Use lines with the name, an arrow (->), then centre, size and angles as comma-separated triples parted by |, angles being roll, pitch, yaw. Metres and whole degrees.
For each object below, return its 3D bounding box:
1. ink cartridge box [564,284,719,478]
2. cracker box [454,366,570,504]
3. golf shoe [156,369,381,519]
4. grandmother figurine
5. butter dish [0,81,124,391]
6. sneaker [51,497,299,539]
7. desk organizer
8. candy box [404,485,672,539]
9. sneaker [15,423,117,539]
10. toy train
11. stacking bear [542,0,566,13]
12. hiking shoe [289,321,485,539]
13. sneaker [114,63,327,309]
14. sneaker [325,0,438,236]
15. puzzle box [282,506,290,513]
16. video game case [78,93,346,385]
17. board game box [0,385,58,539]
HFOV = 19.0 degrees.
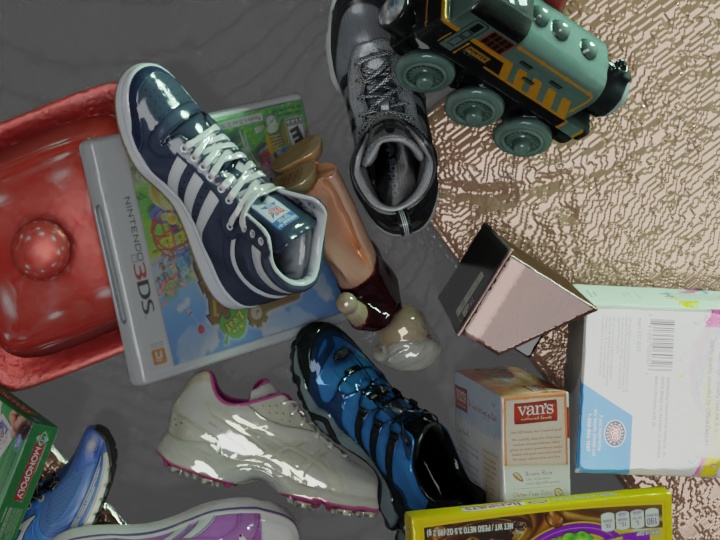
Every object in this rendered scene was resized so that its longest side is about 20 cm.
ink cartridge box -> 0.260, 0.084, 1.636 | 0.198, 0.125, 0.130 | 3, 96, 0
cracker box -> 0.117, 0.182, 1.640 | 0.057, 0.134, 0.202 | -4, 97, -12
golf shoe -> -0.055, 0.136, 1.672 | 0.199, 0.075, 0.092 | 16, 85, -6
grandmother figurine -> 0.000, 0.000, 1.637 | 0.060, 0.122, 0.201 | -19, 120, 28
butter dish -> -0.230, -0.021, 1.617 | 0.198, 0.148, 0.201 | -22, 95, 2
sneaker -> -0.131, 0.238, 1.618 | 0.199, 0.114, 0.073 | -11, 119, -16
desk organizer -> 0.114, 0.023, 1.594 | 0.077, 0.200, 0.072 | 32, 95, -5
candy box -> 0.132, 0.218, 1.565 | 0.198, 0.026, 0.103 | -5, 100, -12
sneaker -> -0.261, 0.201, 1.675 | 0.089, 0.079, 0.201 | 35, 95, -6
toy train -> 0.109, -0.159, 1.591 | 0.199, 0.114, 0.086 | 30, 51, -32
stacking bear -> 0.080, -0.278, 1.613 | 0.199, 0.114, 0.122 | 24, 95, 2
hiking shoe -> 0.027, 0.116, 1.632 | 0.201, 0.074, 0.087 | 54, 138, 0
sneaker -> -0.095, -0.065, 1.548 | 0.070, 0.108, 0.201 | -39, 110, -33
sneaker -> 0.020, -0.122, 1.622 | 0.075, 0.114, 0.202 | -12, 96, 1
puzzle box -> -0.131, 0.282, 1.709 | 0.199, 0.025, 0.134 | -18, 96, 2
video game case -> -0.107, -0.026, 1.619 | 0.199, 0.022, 0.184 | -17, 97, -39
board game box -> -0.315, 0.184, 1.656 | 0.134, 0.029, 0.201 | 29, 98, 43
